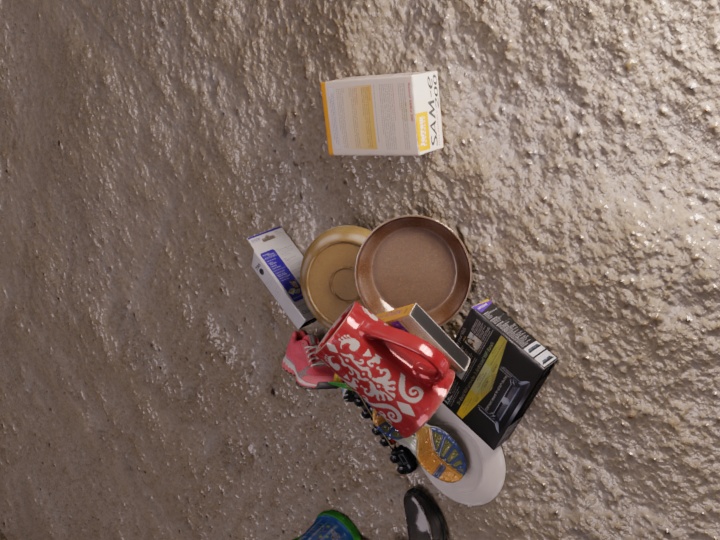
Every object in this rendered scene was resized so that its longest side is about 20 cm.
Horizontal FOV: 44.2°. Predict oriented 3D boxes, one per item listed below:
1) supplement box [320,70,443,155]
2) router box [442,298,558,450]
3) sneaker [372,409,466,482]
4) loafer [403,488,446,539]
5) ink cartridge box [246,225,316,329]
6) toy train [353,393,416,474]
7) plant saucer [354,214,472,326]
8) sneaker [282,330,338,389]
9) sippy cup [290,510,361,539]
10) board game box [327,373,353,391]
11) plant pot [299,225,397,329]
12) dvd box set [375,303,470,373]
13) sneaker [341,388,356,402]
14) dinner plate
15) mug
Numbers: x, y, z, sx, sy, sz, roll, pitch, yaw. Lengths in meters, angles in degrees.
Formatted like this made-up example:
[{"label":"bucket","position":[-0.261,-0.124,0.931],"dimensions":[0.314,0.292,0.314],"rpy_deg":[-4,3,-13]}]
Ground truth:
[{"label":"supplement box","position":[0.035,-0.259,1.468],"dimensions":[0.198,0.073,0.128],"rpy_deg":[7,110,40]},{"label":"router box","position":[0.217,0.175,1.482],"dimensions":[0.157,0.052,0.202],"rpy_deg":[41,129,23]},{"label":"sneaker","position":[0.109,0.298,1.591],"dimensions":[0.200,0.088,0.075],"rpy_deg":[41,89,1]},{"label":"loafer","position":[0.122,0.515,1.680],"dimensions":[0.072,0.072,0.202],"rpy_deg":[-20,92,45]},{"label":"ink cartridge box","position":[-0.137,0.012,1.704],"dimensions":[0.201,0.099,0.039],"rpy_deg":[54,133,13]},{"label":"toy train","position":[0.049,0.299,1.663],"dimensions":[0.045,0.034,0.201],"rpy_deg":[-23,106,32]},{"label":"plant saucer","position":[0.090,0.004,1.497],"dimensions":[0.197,0.037,0.204],"rpy_deg":[2,103,9]},{"label":"sneaker","position":[-0.099,0.172,1.721],"dimensions":[0.200,0.073,0.088],"rpy_deg":[25,110,59]},{"label":"sippy cup","position":[-0.083,0.594,1.851],"dimensions":[0.140,0.130,0.178],"rpy_deg":[51,132,15]},{"label":"board game box","position":[0.038,0.213,1.568],"dimensions":[0.095,0.199,0.030],"rpy_deg":[0,76,41]},{"label":"plant pot","position":[-0.020,0.023,1.565],"dimensions":[0.197,0.027,0.203],"rpy_deg":[4,103,18]},{"label":"dvd box set","position":[0.071,0.130,1.502],"dimensions":[0.146,0.030,0.199],"rpy_deg":[45,145,-19]},{"label":"sneaker","position":[0.002,0.148,1.656],"dimensions":[0.087,0.074,0.201],"rpy_deg":[56,128,38]},{"label":"dinner plate","position":[0.172,0.335,1.603],"dimensions":[0.198,0.024,0.203],"rpy_deg":[18,118,37]},{"label":"mug","position":[0.047,0.138,1.415],"dimensions":[0.199,0.134,0.178],"rpy_deg":[39,116,-4]}]
